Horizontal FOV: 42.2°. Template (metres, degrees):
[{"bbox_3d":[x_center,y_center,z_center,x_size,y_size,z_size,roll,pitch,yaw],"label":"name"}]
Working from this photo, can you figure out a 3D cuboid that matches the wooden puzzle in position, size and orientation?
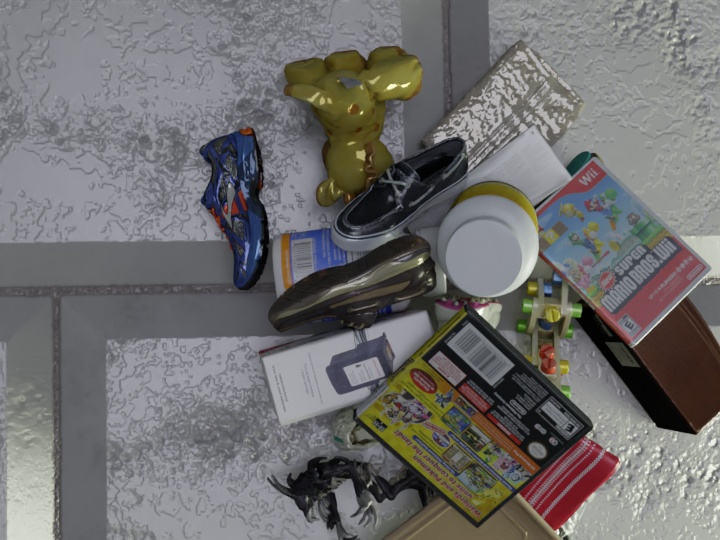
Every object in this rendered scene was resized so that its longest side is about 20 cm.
[{"bbox_3d":[0.135,0.342,1.133,0.200,0.037,0.185,-38,108,15],"label":"wooden puzzle"}]

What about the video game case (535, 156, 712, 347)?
[{"bbox_3d":[0.308,-0.025,1.142,0.143,0.017,0.200,-41,77,-12],"label":"video game case"}]

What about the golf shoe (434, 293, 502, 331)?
[{"bbox_3d":[0.126,0.074,1.115,0.075,0.200,0.092,1,89,17],"label":"golf shoe"}]

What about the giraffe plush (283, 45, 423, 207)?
[{"bbox_3d":[-0.003,-0.169,1.134,0.171,0.200,0.163,-5,115,7],"label":"giraffe plush"}]

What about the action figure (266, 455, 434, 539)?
[{"bbox_3d":[-0.008,0.270,1.121,0.199,0.119,0.103,-4,67,-15],"label":"action figure"}]

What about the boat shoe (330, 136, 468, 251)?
[{"bbox_3d":[0.048,-0.094,1.080,0.199,0.068,0.072,-30,55,-23],"label":"boat shoe"}]

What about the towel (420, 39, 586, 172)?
[{"bbox_3d":[0.187,-0.189,1.214,0.133,0.034,0.200,45,84,-2],"label":"towel"}]

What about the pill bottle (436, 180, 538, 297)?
[{"bbox_3d":[0.143,-0.034,1.046,0.111,0.200,0.113,2,103,10],"label":"pill bottle"}]

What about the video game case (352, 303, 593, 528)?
[{"bbox_3d":[0.123,0.164,1.033,0.200,0.026,0.181,42,104,-11],"label":"video game case"}]

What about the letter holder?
[{"bbox_3d":[0.395,0.084,1.195,0.142,0.101,0.200,-38,92,-10],"label":"letter holder"}]

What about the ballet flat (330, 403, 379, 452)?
[{"bbox_3d":[0.059,0.176,1.161,0.199,0.072,0.072,-25,90,-9],"label":"ballet flat"}]

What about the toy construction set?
[{"bbox_3d":[0.223,0.102,1.142,0.092,0.132,0.200,17,46,15],"label":"toy construction set"}]

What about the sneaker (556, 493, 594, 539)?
[{"bbox_3d":[0.190,0.290,1.169,0.199,0.075,0.116,21,87,-7],"label":"sneaker"}]

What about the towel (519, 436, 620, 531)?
[{"bbox_3d":[0.182,0.214,1.089,0.199,0.023,0.145,32,125,-2],"label":"towel"}]

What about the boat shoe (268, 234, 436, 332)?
[{"bbox_3d":[-0.006,0.031,1.036,0.199,0.075,0.074,-22,109,11],"label":"boat shoe"}]

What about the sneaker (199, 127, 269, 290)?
[{"bbox_3d":[-0.156,-0.073,1.149,0.078,0.075,0.201,-6,80,1],"label":"sneaker"}]

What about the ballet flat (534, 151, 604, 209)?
[{"bbox_3d":[0.250,-0.067,1.202,0.071,0.071,0.200,45,82,-3],"label":"ballet flat"}]

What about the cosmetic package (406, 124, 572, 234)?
[{"bbox_3d":[0.157,-0.090,1.165,0.200,0.051,0.083,-36,94,12],"label":"cosmetic package"}]

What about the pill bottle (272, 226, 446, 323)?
[{"bbox_3d":[0.000,0.000,1.123,0.199,0.112,0.113,-7,88,2],"label":"pill bottle"}]

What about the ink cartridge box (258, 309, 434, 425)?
[{"bbox_3d":[-0.014,0.111,1.113,0.199,0.145,0.085,-15,90,-8],"label":"ink cartridge box"}]
